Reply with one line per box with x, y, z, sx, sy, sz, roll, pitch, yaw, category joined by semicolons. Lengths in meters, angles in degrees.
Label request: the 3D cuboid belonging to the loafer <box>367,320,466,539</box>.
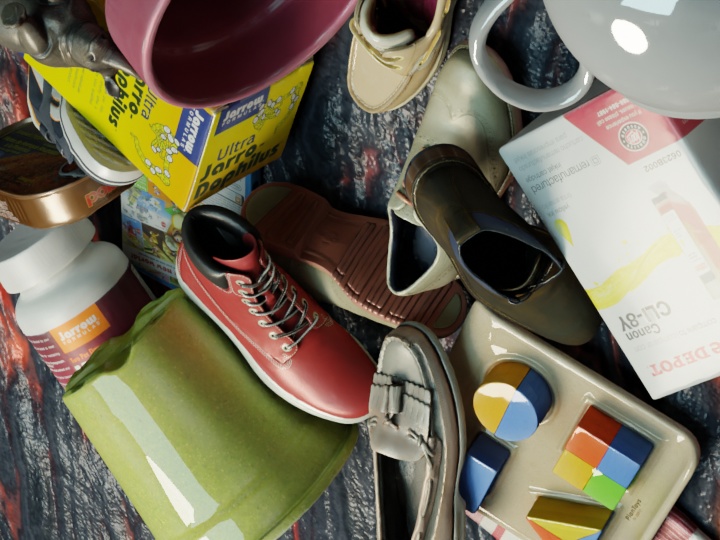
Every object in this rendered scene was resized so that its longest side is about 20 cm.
0.037;0.139;1.504;0.072;0.063;0.202;18;123;44;loafer

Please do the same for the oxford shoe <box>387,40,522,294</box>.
0.061;-0.064;1.420;0.070;0.074;0.201;30;133;29;oxford shoe

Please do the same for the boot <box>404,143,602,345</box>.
0.106;0.007;1.381;0.075;0.097;0.200;-42;121;12;boot

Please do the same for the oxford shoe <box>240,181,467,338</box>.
0.000;0.000;1.560;0.199;0.071;0.074;32;159;24;oxford shoe

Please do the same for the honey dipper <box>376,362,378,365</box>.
0.070;0.078;1.565;0.199;0.038;0.038;-14;109;43;honey dipper

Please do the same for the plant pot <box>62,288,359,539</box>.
-0.134;0.124;1.638;0.185;0.201;0.200;50;141;-11;plant pot

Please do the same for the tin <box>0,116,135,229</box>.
-0.255;-0.084;1.675;0.199;0.112;0.042;17;141;53;tin

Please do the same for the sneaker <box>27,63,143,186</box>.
-0.211;-0.124;1.599;0.080;0.078;0.201;116;146;-40;sneaker

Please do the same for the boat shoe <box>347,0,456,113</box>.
0.026;-0.176;1.389;0.074;0.069;0.201;41;138;13;boat shoe

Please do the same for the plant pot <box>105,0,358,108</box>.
-0.110;-0.243;1.393;0.179;0.199;0.201;52;143;24;plant pot

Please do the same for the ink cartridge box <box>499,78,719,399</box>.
0.205;-0.034;1.312;0.145;0.083;0.201;-26;99;49;ink cartridge box

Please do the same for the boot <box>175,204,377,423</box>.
-0.059;0.034;1.533;0.200;0.073;0.144;41;166;3;boot

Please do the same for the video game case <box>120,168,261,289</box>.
-0.140;-0.061;1.671;0.142;0.018;0.201;26;133;27;video game case

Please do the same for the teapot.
0.192;-0.154;1.165;0.199;0.197;0.147;31;148;39;teapot

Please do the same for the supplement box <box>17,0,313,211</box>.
-0.149;-0.162;1.524;0.200;0.109;0.110;43;139;18;supplement box

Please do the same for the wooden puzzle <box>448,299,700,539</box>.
0.131;0.141;1.504;0.199;0.046;0.186;35;135;13;wooden puzzle

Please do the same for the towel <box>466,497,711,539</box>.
0.168;0.188;1.560;0.199;0.023;0.145;38;136;14;towel

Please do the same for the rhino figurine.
-0.222;-0.177;1.447;0.199;0.060;0.087;30;173;30;rhino figurine

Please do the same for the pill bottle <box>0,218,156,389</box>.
-0.224;0.046;1.738;0.109;0.110;0.201;-11;119;47;pill bottle
